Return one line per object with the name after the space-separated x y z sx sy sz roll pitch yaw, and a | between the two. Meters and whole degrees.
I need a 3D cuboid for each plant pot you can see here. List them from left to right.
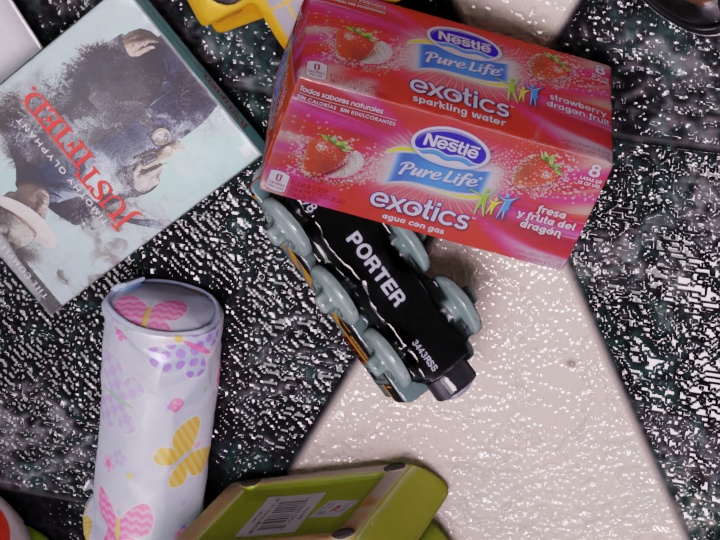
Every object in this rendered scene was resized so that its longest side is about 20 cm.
-0.031 0.241 1.714 0.199 0.200 0.182 -7 105 21 | plant pot

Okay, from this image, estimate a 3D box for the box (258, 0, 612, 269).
0.047 -0.088 1.555 0.200 0.100 0.096 15 131 -8 | box

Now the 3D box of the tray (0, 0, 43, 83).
-0.236 -0.108 1.717 0.107 0.022 0.200 -26 104 26 | tray

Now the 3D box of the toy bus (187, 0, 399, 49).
-0.008 -0.197 1.581 0.200 0.065 0.078 -25 106 25 | toy bus

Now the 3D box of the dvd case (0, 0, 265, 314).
-0.179 -0.079 1.688 0.200 0.022 0.146 -35 100 25 | dvd case

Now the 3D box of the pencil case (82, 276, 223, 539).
-0.143 0.105 1.749 0.091 0.083 0.200 36 128 43 | pencil case

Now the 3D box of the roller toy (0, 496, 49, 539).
-0.331 0.235 1.808 0.200 0.182 0.140 18 118 9 | roller toy

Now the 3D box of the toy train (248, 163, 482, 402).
0.000 0.000 1.642 0.085 0.114 0.200 -38 95 -12 | toy train

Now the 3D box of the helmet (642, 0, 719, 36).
0.234 -0.239 1.414 0.200 0.191 0.200 46 159 23 | helmet
